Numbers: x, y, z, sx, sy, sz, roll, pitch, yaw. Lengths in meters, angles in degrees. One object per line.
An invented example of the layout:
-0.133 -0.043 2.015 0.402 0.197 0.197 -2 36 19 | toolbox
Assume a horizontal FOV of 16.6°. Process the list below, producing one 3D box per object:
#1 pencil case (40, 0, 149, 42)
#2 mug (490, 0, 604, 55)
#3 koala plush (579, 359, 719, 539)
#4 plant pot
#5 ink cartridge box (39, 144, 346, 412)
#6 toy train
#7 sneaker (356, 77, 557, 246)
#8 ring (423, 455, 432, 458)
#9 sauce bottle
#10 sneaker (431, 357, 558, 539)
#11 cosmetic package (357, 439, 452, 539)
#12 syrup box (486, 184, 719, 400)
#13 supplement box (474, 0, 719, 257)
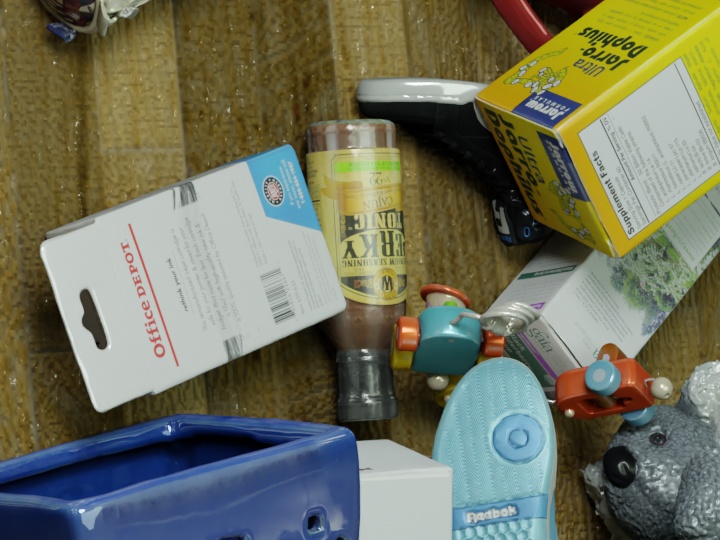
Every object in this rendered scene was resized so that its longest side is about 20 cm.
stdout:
-0.118 -0.215 1.567 0.200 0.078 0.089 -29 81 -34 | pencil case
0.145 -0.234 1.713 0.200 0.133 0.178 22 37 -27 | mug
0.223 0.171 1.675 0.184 0.177 0.200 23 29 -32 | koala plush
-0.122 0.194 1.450 0.200 0.200 0.180 -13 97 -36 | plant pot
-0.118 0.007 1.549 0.200 0.067 0.116 -23 98 -35 | ink cartridge box
0.107 0.051 1.620 0.200 0.150 0.056 36 47 -48 | toy train
0.088 -0.073 1.701 0.200 0.073 0.112 4 94 -26 | sneaker
0.034 0.217 1.587 0.200 0.019 0.200 -2 96 -20 | ring
0.000 0.000 1.635 0.065 0.065 0.200 -4 89 -35 | sauce bottle
0.093 0.162 1.547 0.131 0.080 0.200 54 35 -72 | sneaker
0.005 0.212 1.511 0.071 0.101 0.200 -3 98 -23 | cosmetic package
0.180 -0.001 1.750 0.200 0.081 0.079 -48 110 -27 | syrup box
0.198 -0.118 1.649 0.200 0.110 0.109 -36 119 -14 | supplement box
